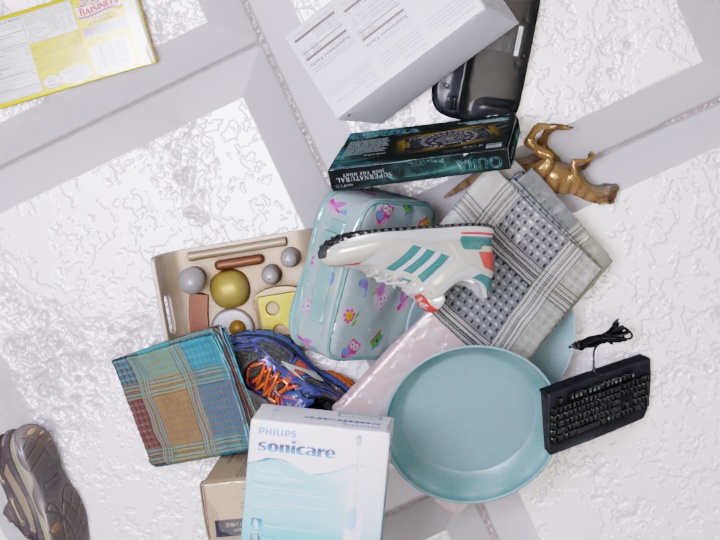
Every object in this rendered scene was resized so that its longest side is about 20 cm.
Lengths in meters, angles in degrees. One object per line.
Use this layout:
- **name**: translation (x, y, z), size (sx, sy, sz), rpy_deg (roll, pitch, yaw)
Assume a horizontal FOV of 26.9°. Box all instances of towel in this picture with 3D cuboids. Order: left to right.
- **towel**: translation (-0.203, 0.151, 1.744), size (0.200, 0.022, 0.147), rpy_deg (-17, 95, 42)
- **towel**: translation (0.100, 0.154, 1.730), size (0.200, 0.032, 0.191), rpy_deg (41, 94, -13)
- **towel**: translation (0.167, -0.006, 1.690), size (0.193, 0.035, 0.200), rpy_deg (43, 78, -14)

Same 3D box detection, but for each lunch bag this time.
- **lunch bag**: translation (0.000, 0.000, 1.699), size (0.077, 0.160, 0.201), rpy_deg (22, 103, 38)

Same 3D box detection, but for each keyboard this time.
- **keyboard**: translation (0.269, 0.126, 1.701), size (0.021, 0.200, 0.128), rpy_deg (2, 101, 43)

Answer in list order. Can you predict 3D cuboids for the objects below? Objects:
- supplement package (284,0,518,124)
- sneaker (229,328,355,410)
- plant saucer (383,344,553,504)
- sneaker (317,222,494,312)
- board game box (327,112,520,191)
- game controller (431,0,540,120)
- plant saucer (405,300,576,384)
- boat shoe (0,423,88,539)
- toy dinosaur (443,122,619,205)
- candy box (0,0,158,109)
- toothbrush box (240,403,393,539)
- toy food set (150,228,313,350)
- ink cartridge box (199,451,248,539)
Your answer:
- **supplement package**: translation (0.048, -0.262, 1.640), size (0.200, 0.156, 0.111), rpy_deg (-34, 82, 18)
- **sneaker**: translation (-0.080, 0.134, 1.735), size (0.200, 0.079, 0.075), rpy_deg (27, 117, -16)
- **plant saucer**: translation (0.124, 0.167, 1.689), size (0.199, 0.036, 0.201), rpy_deg (-1, 113, -2)
- **sneaker**: translation (0.054, 0.000, 1.604), size (0.199, 0.070, 0.094), rpy_deg (-5, 91, -21)
- **board game box**: translation (0.074, -0.133, 1.676), size (0.199, 0.135, 0.028), rpy_deg (-6, 111, 14)
- **game controller**: translation (0.146, -0.269, 1.722), size (0.104, 0.042, 0.201), rpy_deg (9, 99, -12)
- **plant saucer**: translation (0.149, 0.071, 1.753), size (0.200, 0.039, 0.202), rpy_deg (-1, 103, -5)
- **boat shoe**: translation (-0.387, 0.279, 1.813), size (0.073, 0.074, 0.201), rpy_deg (-9, 102, 30)
- **toy dinosaur**: translation (0.201, -0.117, 1.723), size (0.199, 0.060, 0.107), rpy_deg (9, 100, 2)
- **candy box**: translation (-0.344, -0.263, 1.752), size (0.199, 0.026, 0.103), rpy_deg (-15, 94, 5)
- **toothbrush box**: translation (-0.047, 0.249, 1.572), size (0.146, 0.085, 0.201), rpy_deg (5, 97, 3)
- **toy food set**: translation (-0.136, 0.038, 1.763), size (0.199, 0.060, 0.144), rpy_deg (-9, 97, 5)
- **ink cartridge box**: translation (-0.084, 0.245, 1.717), size (0.164, 0.200, 0.075), rpy_deg (-6, 96, 5)
